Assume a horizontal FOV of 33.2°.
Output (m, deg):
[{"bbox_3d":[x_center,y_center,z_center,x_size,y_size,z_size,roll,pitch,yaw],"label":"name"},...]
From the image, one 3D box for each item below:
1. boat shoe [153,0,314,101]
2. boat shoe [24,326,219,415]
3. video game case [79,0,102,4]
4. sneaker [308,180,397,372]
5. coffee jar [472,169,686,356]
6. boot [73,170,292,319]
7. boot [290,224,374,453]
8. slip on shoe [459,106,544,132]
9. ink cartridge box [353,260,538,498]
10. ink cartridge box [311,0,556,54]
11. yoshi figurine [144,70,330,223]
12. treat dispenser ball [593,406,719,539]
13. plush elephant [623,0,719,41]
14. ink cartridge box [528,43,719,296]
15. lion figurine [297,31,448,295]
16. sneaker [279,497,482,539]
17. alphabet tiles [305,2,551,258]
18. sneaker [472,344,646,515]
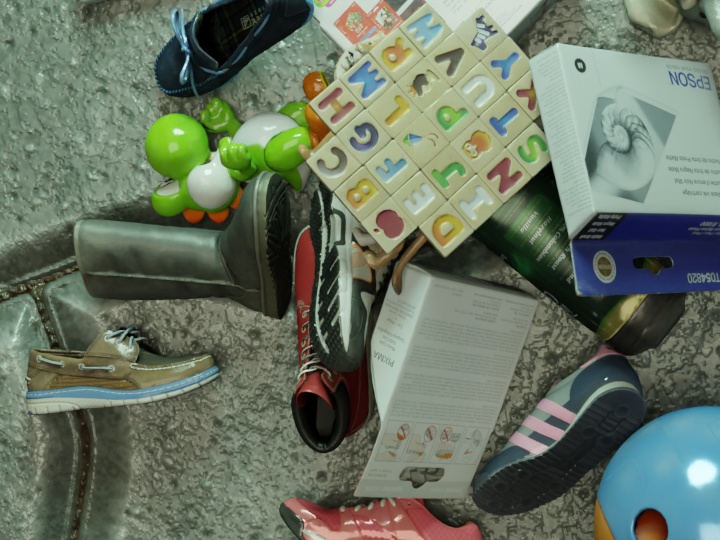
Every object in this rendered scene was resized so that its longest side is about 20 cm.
[{"bbox_3d":[-0.131,-0.216,1.088,0.199,0.068,0.085,-31,84,40],"label":"boat shoe"},{"bbox_3d":[-0.234,0.092,1.162,0.198,0.072,0.073,-9,91,10],"label":"boat shoe"},{"bbox_3d":[-0.191,-0.366,1.149,0.198,0.023,0.184,-11,92,9],"label":"video game case"},{"bbox_3d":[0.000,0.000,1.063,0.079,0.074,0.202,15,53,-20],"label":"sneaker"},{"bbox_3d":[0.193,-0.010,1.069,0.199,0.104,0.086,38,94,5],"label":"coffee jar"},{"bbox_3d":[-0.166,-0.029,1.116,0.198,0.073,0.183,13,133,11],"label":"boot"},{"bbox_3d":[-0.033,0.057,1.091,0.072,0.144,0.202,-8,91,12],"label":"boot"},{"bbox_3d":[0.157,-0.124,1.058,0.198,0.076,0.061,-6,118,-25],"label":"slip on shoe"},{"bbox_3d":[0.066,0.102,1.074,0.047,0.159,0.202,26,100,43],"label":"ink cartridge box"},{"bbox_3d":[0.066,-0.257,1.082,0.200,0.084,0.176,-44,85,10],"label":"ink cartridge box"},{"bbox_3d":[-0.118,-0.122,1.118,0.199,0.112,0.113,-24,74,12],"label":"yoshi figurine"},{"bbox_3d":[0.297,0.217,1.019,0.199,0.201,0.203,1,94,9],"label":"treat dispenser ball"},{"bbox_3d":[0.292,-0.263,1.020,0.163,0.200,0.156,-16,114,23],"label":"plush elephant"},{"bbox_3d":[0.240,-0.082,1.005,0.040,0.198,0.202,-24,72,52],"label":"ink cartridge box"},{"bbox_3d":[0.025,-0.093,1.015,0.122,0.072,0.201,-32,81,4],"label":"lion figurine"},{"bbox_3d":[0.023,0.242,1.142,0.198,0.074,0.088,21,83,3],"label":"sneaker"},{"bbox_3d":[0.061,-0.115,0.984,0.200,0.006,0.167,-42,89,-10],"label":"alphabet tiles"},{"bbox_3d":[0.179,0.148,1.110,0.070,0.082,0.200,35,120,-24],"label":"sneaker"}]
